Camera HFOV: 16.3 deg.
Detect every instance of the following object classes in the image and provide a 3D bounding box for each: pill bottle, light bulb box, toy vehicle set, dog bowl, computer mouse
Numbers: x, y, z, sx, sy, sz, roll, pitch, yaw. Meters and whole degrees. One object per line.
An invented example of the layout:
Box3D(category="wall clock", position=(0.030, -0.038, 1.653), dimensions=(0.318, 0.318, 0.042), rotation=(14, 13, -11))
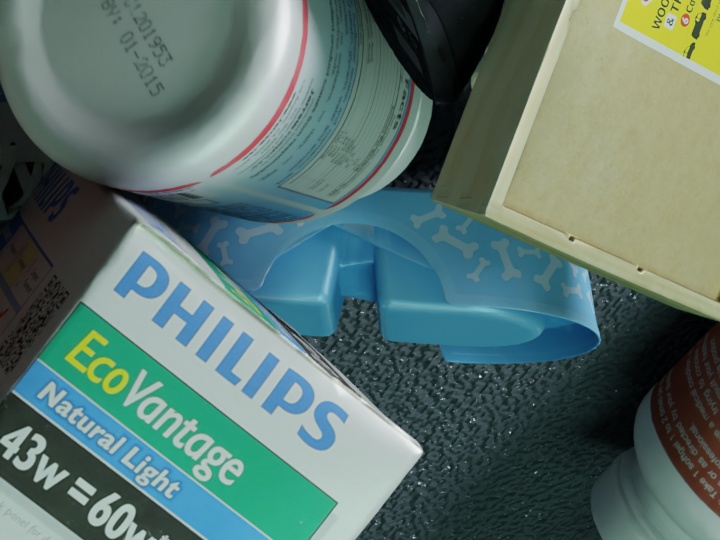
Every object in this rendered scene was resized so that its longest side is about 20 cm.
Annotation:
Box3D(category="pill bottle", position=(0.204, 0.071, 1.216), dimensions=(0.112, 0.113, 0.200), rotation=(15, 129, -38))
Box3D(category="light bulb box", position=(-0.105, 0.082, 0.868), dimensions=(0.125, 0.198, 0.200), rotation=(39, 89, -17))
Box3D(category="toy vehicle set", position=(0.109, -0.095, 0.823), dimensions=(0.124, 0.026, 0.201), rotation=(23, 88, -40))
Box3D(category="dog bowl", position=(0.000, 0.000, 1.027), dimensions=(0.198, 0.050, 0.112), rotation=(4, 166, 3))
Box3D(category="pill bottle", position=(-0.041, -0.074, 0.888), dimensions=(0.108, 0.109, 0.200), rotation=(-32, 167, 13))
Box3D(category="computer mouse", position=(0.022, -0.121, 0.756), dimensions=(0.046, 0.141, 0.201), rotation=(-28, 132, -7))

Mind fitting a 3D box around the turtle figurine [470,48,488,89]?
Box3D(category="turtle figurine", position=(0.116, -0.088, 0.964), dimensions=(0.144, 0.194, 0.200), rotation=(-44, 102, -5))

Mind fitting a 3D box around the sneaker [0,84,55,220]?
Box3D(category="sneaker", position=(-0.162, -0.034, 0.950), dimensions=(0.198, 0.073, 0.072), rotation=(-6, 138, -22))
